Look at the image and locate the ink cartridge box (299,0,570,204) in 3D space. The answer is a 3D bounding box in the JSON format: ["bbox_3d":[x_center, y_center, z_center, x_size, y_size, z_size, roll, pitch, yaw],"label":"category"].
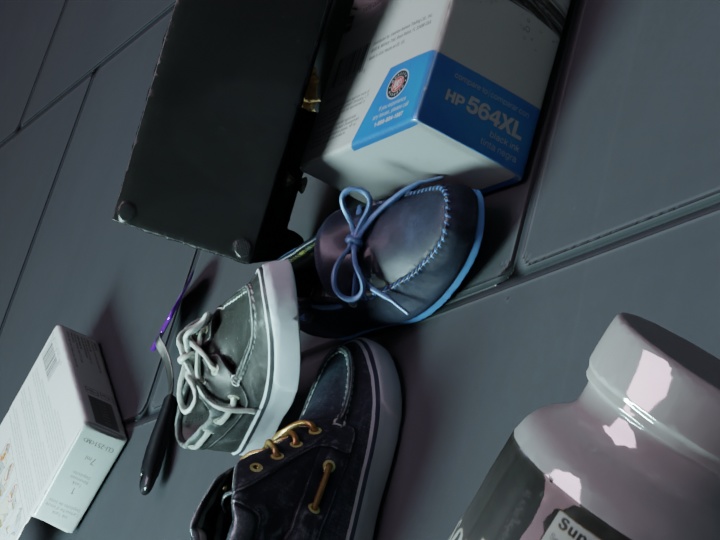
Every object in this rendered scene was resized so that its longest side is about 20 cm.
[{"bbox_3d":[0.055,-0.147,1.135,0.146,0.084,0.201,-17,51,60],"label":"ink cartridge box"}]

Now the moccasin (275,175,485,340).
[{"bbox_3d":[0.000,0.000,1.112,0.200,0.068,0.081,-36,42,52],"label":"moccasin"}]

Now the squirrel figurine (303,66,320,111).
[{"bbox_3d":[-0.085,-0.196,1.427,0.187,0.141,0.201,-53,22,38],"label":"squirrel figurine"}]

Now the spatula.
[{"bbox_3d":[-0.147,0.083,1.402,0.057,0.020,0.201,122,157,-46],"label":"spatula"}]

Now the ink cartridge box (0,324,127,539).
[{"bbox_3d":[-0.265,0.161,1.546,0.174,0.043,0.200,-59,24,12],"label":"ink cartridge box"}]

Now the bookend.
[{"bbox_3d":[-0.067,-0.113,1.202,0.200,0.091,0.200,-7,-66,-83],"label":"bookend"}]

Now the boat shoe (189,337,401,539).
[{"bbox_3d":[-0.037,0.112,1.052,0.071,0.090,0.201,-37,35,46],"label":"boat shoe"}]

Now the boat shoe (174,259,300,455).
[{"bbox_3d":[-0.081,0.057,1.144,0.200,0.068,0.074,117,149,-62],"label":"boat shoe"}]

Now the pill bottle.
[{"bbox_3d":[0.090,0.126,0.738,0.201,0.116,0.116,-60,23,9],"label":"pill bottle"}]
